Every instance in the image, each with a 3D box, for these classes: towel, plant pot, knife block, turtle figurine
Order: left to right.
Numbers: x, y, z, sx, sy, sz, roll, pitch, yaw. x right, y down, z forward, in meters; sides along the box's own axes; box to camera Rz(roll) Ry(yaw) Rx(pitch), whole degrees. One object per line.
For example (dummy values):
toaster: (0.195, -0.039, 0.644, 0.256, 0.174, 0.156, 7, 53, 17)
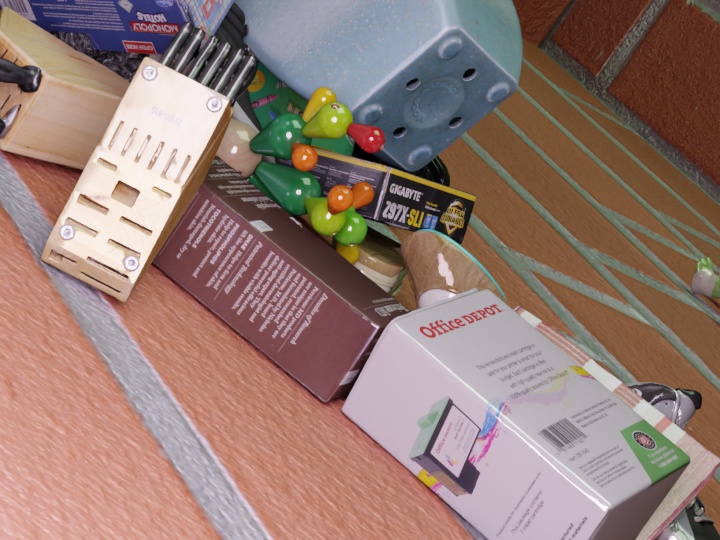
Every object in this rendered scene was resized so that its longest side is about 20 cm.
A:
knife block: (-0.232, -0.118, 1.505, 0.200, 0.064, 0.176, 32, 14, -17)
knife block: (-0.136, -0.074, 1.436, 0.064, 0.200, 0.176, 27, -7, 0)
plant pot: (0.018, -0.199, 1.718, 0.196, 0.196, 0.200, 36, 20, -52)
towel: (0.152, 0.125, 1.577, 0.200, 0.023, 0.144, 39, 51, 18)
turtle figurine: (0.549, 0.009, 2.806, 0.194, 0.144, 0.200, 23, -41, 40)

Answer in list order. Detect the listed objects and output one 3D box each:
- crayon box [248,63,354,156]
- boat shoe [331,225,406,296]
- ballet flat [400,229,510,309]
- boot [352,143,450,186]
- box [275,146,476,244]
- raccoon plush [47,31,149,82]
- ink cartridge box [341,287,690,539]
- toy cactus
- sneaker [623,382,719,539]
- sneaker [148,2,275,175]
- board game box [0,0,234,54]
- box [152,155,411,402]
crayon box: (-0.102, -0.150, 1.881, 0.119, 0.058, 0.200, 10, -2, 33)
boat shoe: (0.002, 0.001, 1.745, 0.073, 0.063, 0.201, 27, 7, -4)
ballet flat: (0.092, 0.058, 1.662, 0.200, 0.068, 0.072, 52, 45, -26)
boot: (-0.005, -0.139, 2.143, 0.211, 0.080, 0.158, 39, 14, 14)
box: (-0.025, -0.075, 1.785, 0.200, 0.049, 0.160, 16, 0, 30)
raccoon plush: (-0.229, -0.149, 1.694, 0.199, 0.134, 0.097, 6, 25, 12)
ink cartridge box: (0.108, 0.113, 1.474, 0.200, 0.084, 0.145, 40, 27, 19)
toy cactus: (-0.060, -0.079, 1.592, 0.165, 0.102, 0.200, 31, -28, 5)
sneaker: (0.242, 0.151, 1.629, 0.200, 0.116, 0.075, 40, -5, 19)
sneaker: (-0.105, -0.140, 1.665, 0.200, 0.071, 0.099, 64, 29, -48)
board game box: (-0.154, -0.249, 1.623, 0.200, 0.200, 0.062, 8, -46, 35)
box: (-0.066, 0.003, 1.509, 0.200, 0.075, 0.100, 40, 13, 11)
